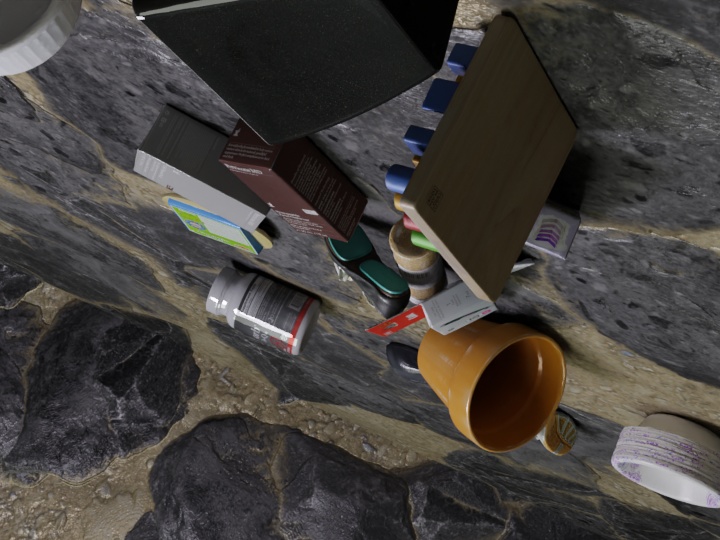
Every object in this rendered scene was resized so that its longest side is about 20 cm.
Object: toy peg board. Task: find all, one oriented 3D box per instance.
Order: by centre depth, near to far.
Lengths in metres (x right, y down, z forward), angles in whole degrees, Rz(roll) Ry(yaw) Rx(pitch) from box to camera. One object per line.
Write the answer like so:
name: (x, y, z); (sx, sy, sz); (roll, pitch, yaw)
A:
toy peg board: (0.095, -0.108, 1.182); (0.098, 0.201, 0.199); (18, 164, 35)

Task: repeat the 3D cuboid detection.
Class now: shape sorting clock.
shape sorting clock: (-0.237, -0.084, 2.089); (0.199, 0.039, 0.200); (22, 165, 6)

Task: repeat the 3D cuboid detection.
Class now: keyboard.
keyboard: (0.178, 0.007, 1.743); (0.056, 0.011, 0.200); (-11, 174, -18)

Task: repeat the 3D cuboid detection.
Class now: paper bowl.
paper bowl: (0.530, 0.312, 2.090); (0.200, 0.105, 0.201); (24, 164, 7)

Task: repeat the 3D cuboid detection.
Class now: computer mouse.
computer mouse: (0.132, 0.198, 2.433); (0.199, 0.053, 0.139); (18, 164, 23)

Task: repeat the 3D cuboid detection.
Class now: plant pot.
plant pot: (-0.026, -0.238, 0.984); (0.177, 0.201, 0.199); (-2, 152, 33)
plant pot: (0.193, 0.158, 1.985); (0.200, 0.200, 0.183); (38, 176, -40)

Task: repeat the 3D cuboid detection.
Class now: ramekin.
ramekin: (-0.389, -0.302, 1.309); (0.200, 0.201, 0.098); (23, 172, 7)

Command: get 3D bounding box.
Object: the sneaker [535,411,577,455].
sneaker: (0.338, 0.282, 2.392); (0.200, 0.076, 0.088); (40, 175, -35)

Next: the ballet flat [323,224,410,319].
ballet flat: (0.000, 0.000, 1.789); (0.200, 0.068, 0.069); (52, 144, 39)

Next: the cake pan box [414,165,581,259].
cake pan box: (0.149, -0.073, 1.366); (0.184, 0.052, 0.200); (22, -172, 8)

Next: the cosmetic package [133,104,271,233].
cosmetic package: (-0.212, -0.142, 1.770); (0.200, 0.090, 0.107); (30, 162, -6)

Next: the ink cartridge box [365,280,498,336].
ink cartridge box: (0.105, 0.068, 1.770); (0.044, 0.173, 0.200); (63, -175, 9)

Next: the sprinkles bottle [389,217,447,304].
sprinkles bottle: (0.084, -0.012, 1.773); (0.068, 0.068, 0.200); (21, 164, 15)

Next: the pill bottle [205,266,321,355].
pill bottle: (-0.186, 0.073, 2.394); (0.199, 0.116, 0.116); (23, 165, 7)

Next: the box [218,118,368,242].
box: (-0.086, -0.120, 1.673); (0.100, 0.075, 0.200); (13, 159, 39)
